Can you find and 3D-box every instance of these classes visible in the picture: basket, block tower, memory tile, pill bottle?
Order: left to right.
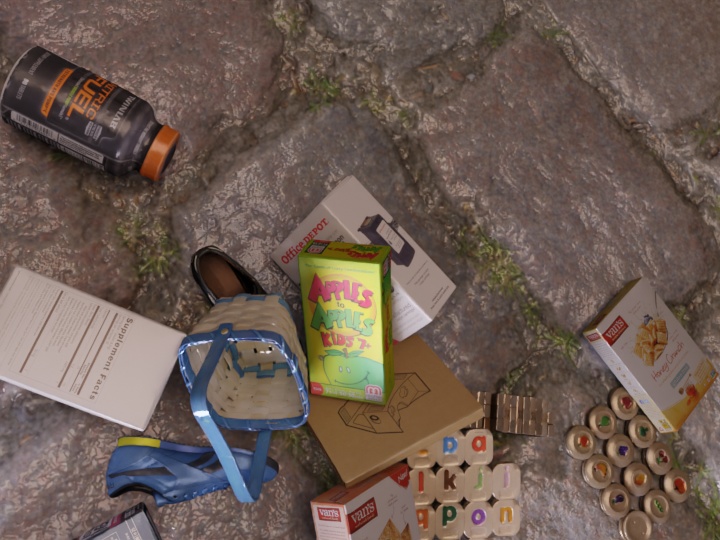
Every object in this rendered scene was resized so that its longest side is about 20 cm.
[{"bbox_3d":[-0.332,-0.188,0.883,0.200,0.106,0.106,26,71,-11],"label":"pill bottle"},{"bbox_3d":[-0.132,0.136,0.801,0.139,0.177,0.200,-8,34,7],"label":"basket"},{"bbox_3d":[0.169,0.198,0.981,0.199,0.058,0.054,10,75,-17],"label":"block tower"},{"bbox_3d":[0.404,0.292,1.054,0.153,0.017,0.200,-32,89,-21],"label":"memory tile"}]

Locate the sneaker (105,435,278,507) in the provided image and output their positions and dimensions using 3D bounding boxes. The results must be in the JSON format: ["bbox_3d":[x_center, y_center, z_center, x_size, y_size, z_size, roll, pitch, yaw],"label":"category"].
[{"bbox_3d":[-0.199,0.249,0.837,0.200,0.066,0.079,9,56,-11],"label":"sneaker"}]

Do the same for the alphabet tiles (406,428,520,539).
[{"bbox_3d":[0.118,0.310,0.938,0.199,0.015,0.196,-1,91,-10],"label":"alphabet tiles"}]

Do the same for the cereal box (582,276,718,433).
[{"bbox_3d":[0.452,0.128,1.087,0.144,0.040,0.200,-39,92,-28],"label":"cereal box"}]

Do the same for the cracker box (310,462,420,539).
[{"bbox_3d":[0.018,0.351,0.846,0.134,0.058,0.201,-13,93,-53],"label":"cracker box"}]

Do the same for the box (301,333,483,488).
[{"bbox_3d":[0.031,0.172,0.902,0.200,0.021,0.164,-22,41,-19],"label":"box"}]

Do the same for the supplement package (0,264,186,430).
[{"bbox_3d":[-0.321,0.096,0.813,0.200,0.121,0.120,25,71,-12],"label":"supplement package"}]

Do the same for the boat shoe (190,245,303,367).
[{"bbox_3d":[-0.146,0.052,0.908,0.072,0.068,0.200,-42,96,-20],"label":"boat shoe"}]

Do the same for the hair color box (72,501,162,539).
[{"bbox_3d":[-0.321,0.335,0.770,0.200,0.100,0.061,-26,86,-21],"label":"hair color box"}]

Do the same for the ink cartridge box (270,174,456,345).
[{"bbox_3d":[0.000,0.000,0.914,0.200,0.145,0.084,47,45,-3],"label":"ink cartridge box"}]

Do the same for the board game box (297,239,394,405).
[{"bbox_3d":[-0.014,0.065,0.859,0.101,0.200,0.048,6,29,17],"label":"board game box"}]
